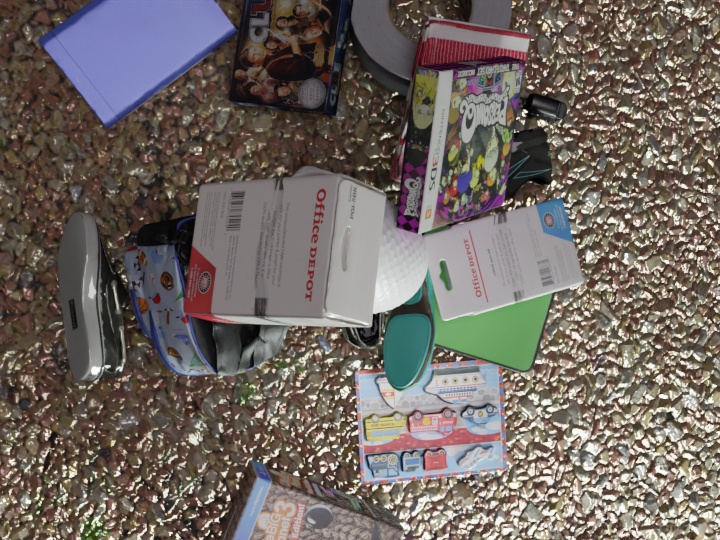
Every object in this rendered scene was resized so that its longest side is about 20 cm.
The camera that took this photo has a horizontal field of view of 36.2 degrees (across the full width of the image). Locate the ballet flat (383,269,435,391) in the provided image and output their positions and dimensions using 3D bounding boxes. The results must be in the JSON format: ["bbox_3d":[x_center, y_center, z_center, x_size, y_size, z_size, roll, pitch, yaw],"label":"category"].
[{"bbox_3d":[0.068,0.054,1.390,0.067,0.070,0.200,-2,81,20],"label":"ballet flat"}]

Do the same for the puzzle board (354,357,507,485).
[{"bbox_3d":[0.094,0.198,1.444,0.200,0.017,0.151,-4,94,-12],"label":"puzzle board"}]

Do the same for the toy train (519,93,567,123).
[{"bbox_3d":[0.174,-0.228,1.424,0.200,0.046,0.034,13,90,-12],"label":"toy train"}]

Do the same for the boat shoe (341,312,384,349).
[{"bbox_3d":[0.000,0.000,1.391,0.071,0.064,0.200,-10,94,-11],"label":"boat shoe"}]

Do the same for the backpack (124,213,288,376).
[{"bbox_3d":[-0.178,0.030,1.295,0.200,0.154,0.191,-13,90,-48],"label":"backpack"}]

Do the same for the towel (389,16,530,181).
[{"bbox_3d":[0.122,-0.195,1.325,0.144,0.023,0.200,3,111,-22],"label":"towel"}]

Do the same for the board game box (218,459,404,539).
[{"bbox_3d":[-0.072,0.351,1.377,0.200,0.097,0.160,21,88,-12],"label":"board game box"}]

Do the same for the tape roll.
[{"bbox_3d":[0.085,-0.318,1.367,0.200,0.066,0.201,0,82,-1],"label":"tape roll"}]

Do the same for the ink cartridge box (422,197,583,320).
[{"bbox_3d":[0.171,-0.012,1.409,0.200,0.067,0.116,-14,91,-15],"label":"ink cartridge box"}]

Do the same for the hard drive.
[{"bbox_3d":[-0.269,-0.285,1.343,0.200,0.025,0.132,-38,99,-7],"label":"hard drive"}]

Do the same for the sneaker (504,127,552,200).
[{"bbox_3d":[0.158,-0.120,1.412,0.200,0.075,0.079,-20,99,-9],"label":"sneaker"}]

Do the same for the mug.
[{"bbox_3d":[-0.018,-0.042,1.279,0.148,0.200,0.175,-43,145,23],"label":"mug"}]

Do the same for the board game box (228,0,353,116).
[{"bbox_3d":[-0.081,-0.295,1.342,0.135,0.035,0.200,9,91,23],"label":"board game box"}]

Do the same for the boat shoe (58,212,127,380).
[{"bbox_3d":[-0.318,0.031,1.326,0.064,0.071,0.200,0,83,-43],"label":"boat shoe"}]

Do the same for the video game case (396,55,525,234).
[{"bbox_3d":[0.116,-0.147,1.252,0.036,0.200,0.182,19,112,31],"label":"video game case"}]

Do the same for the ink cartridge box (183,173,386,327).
[{"bbox_3d":[-0.080,-0.017,1.150,0.083,0.200,0.147,17,77,-51],"label":"ink cartridge box"}]

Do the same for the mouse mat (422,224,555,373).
[{"bbox_3d":[0.156,0.034,1.449,0.200,0.008,0.161,18,86,-9],"label":"mouse mat"}]
